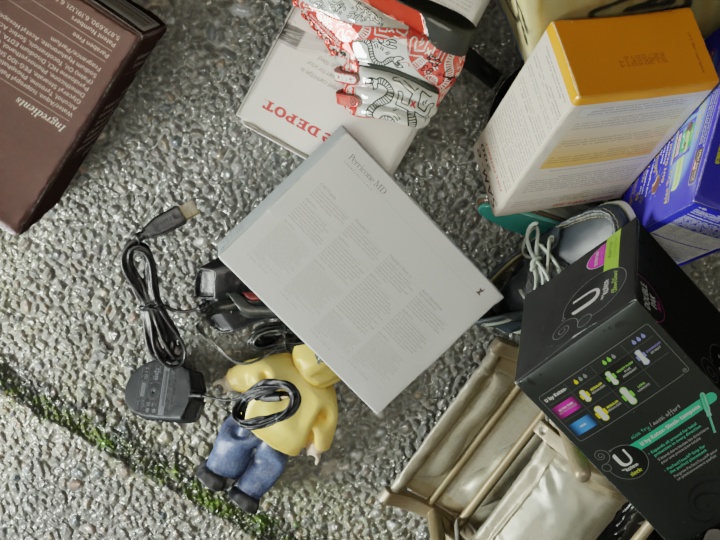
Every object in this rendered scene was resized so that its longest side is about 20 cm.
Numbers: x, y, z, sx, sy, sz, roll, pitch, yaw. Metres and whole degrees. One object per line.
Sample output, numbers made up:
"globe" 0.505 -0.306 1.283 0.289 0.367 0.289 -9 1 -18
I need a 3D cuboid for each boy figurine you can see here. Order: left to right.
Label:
"boy figurine" -0.076 0.123 1.328 0.124 0.064 0.200 32 99 -6

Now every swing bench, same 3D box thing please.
"swing bench" 0.144 0.204 1.282 0.130 0.200 0.199 23 111 -31

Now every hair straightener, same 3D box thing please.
"hair straightener" -0.046 0.045 1.266 0.200 0.041 0.077 -7 76 -13

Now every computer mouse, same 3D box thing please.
"computer mouse" -0.133 0.115 1.300 0.200 0.034 0.059 3 78 34
"computer mouse" -0.118 -0.009 1.296 0.200 0.046 0.141 -23 112 -3

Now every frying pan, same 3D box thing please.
"frying pan" 0.127 -0.142 1.255 0.190 0.031 0.115 6 111 -28

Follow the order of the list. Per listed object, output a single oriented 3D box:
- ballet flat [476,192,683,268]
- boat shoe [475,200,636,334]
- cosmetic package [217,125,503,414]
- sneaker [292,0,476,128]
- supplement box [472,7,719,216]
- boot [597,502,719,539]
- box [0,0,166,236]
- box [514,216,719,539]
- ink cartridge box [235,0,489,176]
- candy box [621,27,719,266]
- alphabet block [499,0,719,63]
"ballet flat" 0.203 -0.048 1.302 0.200 0.067 0.064 21 74 -5
"boat shoe" 0.163 -0.001 1.250 0.062 0.200 0.075 0 69 -33
"cosmetic package" 0.000 0.000 1.224 0.151 0.052 0.200 -42 104 6
"sneaker" -0.015 -0.192 1.173 0.201 0.067 0.108 27 115 5
"supplement box" 0.185 -0.126 1.168 0.126 0.200 0.074 -9 68 -19
"boot" 0.294 0.295 1.358 0.158 0.079 0.211 31 100 -7
"box" -0.290 -0.166 1.212 0.164 0.166 0.200 33 99 -8
"box" 0.236 0.089 1.150 0.124 0.149 0.200 -38 104 25
"ink cartridge box" 0.001 -0.189 1.251 0.147 0.083 0.200 29 100 -7
"candy box" 0.290 -0.103 1.188 0.077 0.200 0.169 19 79 -7
"alphabet block" 0.194 -0.288 1.138 0.196 0.200 0.196 -22 70 3
